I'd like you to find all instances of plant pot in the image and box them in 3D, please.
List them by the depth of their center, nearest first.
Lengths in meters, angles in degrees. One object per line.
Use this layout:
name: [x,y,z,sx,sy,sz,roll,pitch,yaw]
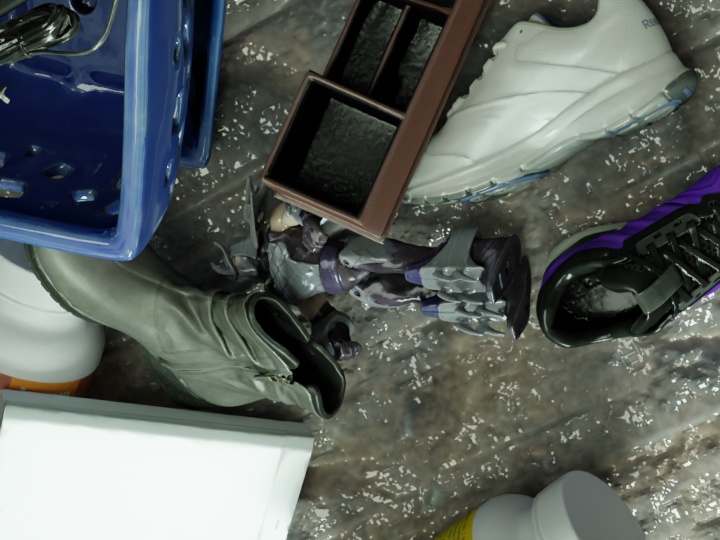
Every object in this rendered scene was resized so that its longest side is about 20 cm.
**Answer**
plant pot: [-0.183,-0.141,1.673,0.199,0.180,0.201,13,113,16]

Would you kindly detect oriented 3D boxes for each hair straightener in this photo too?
hair straightener: [-0.203,-0.131,1.567,0.199,0.041,0.077,-19,102,20]

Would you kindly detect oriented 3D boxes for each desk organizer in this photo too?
desk organizer: [0.017,-0.123,1.621,0.071,0.077,0.201,24,89,10]

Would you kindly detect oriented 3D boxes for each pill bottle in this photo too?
pill bottle: [0.079,0.210,1.744,0.200,0.112,0.113,-38,94,27]
pill bottle: [-0.227,0.068,1.802,0.112,0.112,0.201,26,116,9]

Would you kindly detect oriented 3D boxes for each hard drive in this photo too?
hard drive: [-0.141,0.145,1.789,0.199,0.026,0.132,7,118,-19]

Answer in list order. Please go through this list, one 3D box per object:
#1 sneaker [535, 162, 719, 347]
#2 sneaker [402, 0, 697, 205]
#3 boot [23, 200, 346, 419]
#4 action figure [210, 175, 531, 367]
sneaker: [0.185,-0.005,1.634,0.199,0.100,0.070,-28,100,27]
sneaker: [0.098,-0.098,1.660,0.199,0.074,0.088,-27,83,22]
boot: [-0.099,0.018,1.713,0.130,0.068,0.200,-2,143,46]
action figure: [0.000,0.000,1.711,0.199,0.070,0.130,4,141,20]
